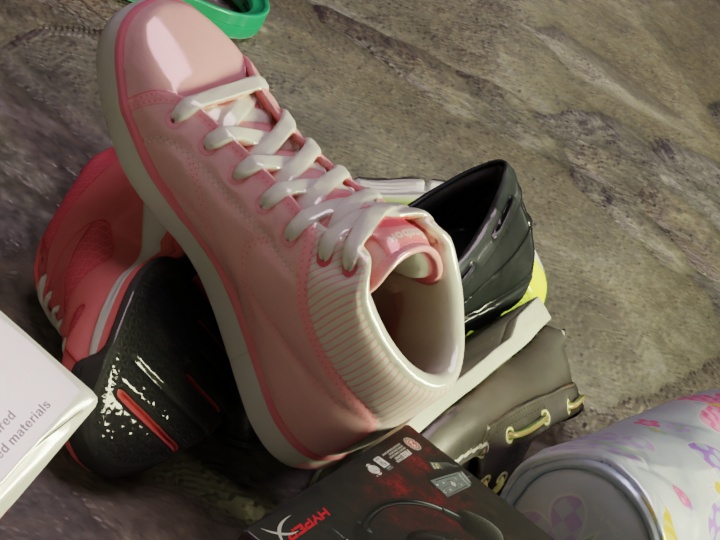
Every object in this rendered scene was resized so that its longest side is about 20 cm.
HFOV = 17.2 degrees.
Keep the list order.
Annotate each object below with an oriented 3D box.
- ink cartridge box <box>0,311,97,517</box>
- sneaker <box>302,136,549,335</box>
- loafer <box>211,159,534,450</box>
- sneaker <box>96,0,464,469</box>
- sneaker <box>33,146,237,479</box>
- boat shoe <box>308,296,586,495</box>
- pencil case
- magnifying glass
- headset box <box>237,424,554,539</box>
[{"bbox_3d":[-0.195,0.024,0.678,0.200,0.146,0.085,42,49,0],"label":"ink cartridge box"},{"bbox_3d":[0.000,0.000,1.120,0.200,0.078,0.090,17,37,-21],"label":"sneaker"},{"bbox_3d":[0.003,0.012,1.028,0.068,0.070,0.201,21,38,35],"label":"loafer"},{"bbox_3d":[-0.023,-0.027,0.922,0.075,0.105,0.200,-23,89,-44],"label":"sneaker"},{"bbox_3d":[-0.098,0.014,0.980,0.074,0.087,0.200,55,31,-33],"label":"sneaker"},{"bbox_3d":[0.045,0.071,1.025,0.061,0.072,0.201,59,32,-3],"label":"boat shoe"},{"bbox_3d":[0.135,0.105,1.053,0.091,0.083,0.200,27,19,23],"label":"pencil case"},{"bbox_3d":[-0.129,-0.164,1.336,0.200,0.022,0.080,4,36,-51],"label":"magnifying glass"},{"bbox_3d":[0.048,0.159,0.852,0.200,0.075,0.149,38,24,13],"label":"headset box"}]
